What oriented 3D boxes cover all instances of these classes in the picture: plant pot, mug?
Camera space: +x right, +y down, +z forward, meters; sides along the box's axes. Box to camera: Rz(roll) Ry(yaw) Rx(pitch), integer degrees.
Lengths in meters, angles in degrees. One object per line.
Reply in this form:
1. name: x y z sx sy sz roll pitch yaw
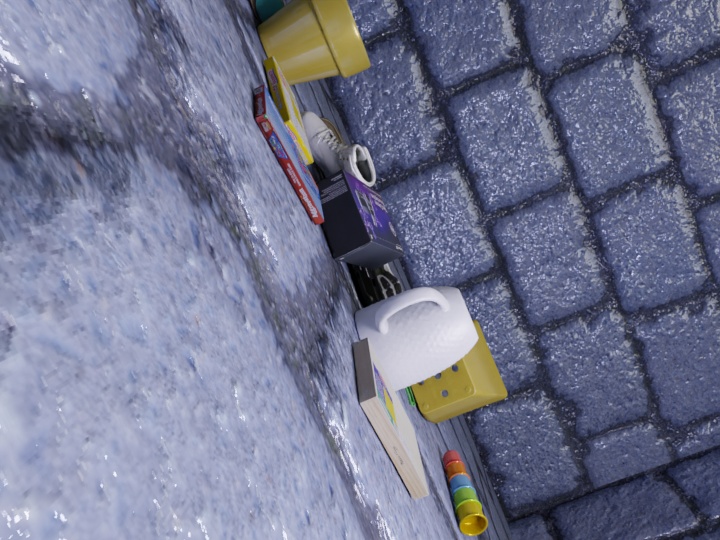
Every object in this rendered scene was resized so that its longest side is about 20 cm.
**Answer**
1. plant pot: -0.101 -0.480 1.202 0.201 0.188 0.202 -23 90 -83
2. mug: 0.090 0.091 0.943 0.200 0.174 0.148 58 11 -54
3. plant pot: 0.200 0.239 1.350 0.176 0.199 0.201 16 51 -66

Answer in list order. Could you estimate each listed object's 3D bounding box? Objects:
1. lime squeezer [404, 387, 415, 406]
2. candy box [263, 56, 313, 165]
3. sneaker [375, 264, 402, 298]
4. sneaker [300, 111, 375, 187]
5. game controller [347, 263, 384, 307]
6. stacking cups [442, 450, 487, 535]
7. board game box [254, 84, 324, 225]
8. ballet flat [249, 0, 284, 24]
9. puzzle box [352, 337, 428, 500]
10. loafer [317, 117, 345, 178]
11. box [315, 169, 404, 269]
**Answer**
1. lime squeezer: 0.079 0.155 1.093 0.071 0.037 0.201 -138 -134 -58
2. candy box: -0.131 -0.289 1.047 0.102 0.026 0.201 56 13 -51
3. sneaker: 0.046 0.035 1.245 0.089 0.076 0.201 73 2 -58
4. sneaker: -0.041 -0.239 1.134 0.115 0.074 0.201 -23 -79 53
5. game controller: 0.000 0.000 1.152 0.104 0.042 0.201 28 37 -57
6. stacking cups: 0.220 0.480 1.267 0.200 0.060 0.061 -105 170 -67
7. board game box: -0.108 -0.174 0.891 0.103 0.019 0.201 -102 168 -49
8. ballet flat: -0.213 -0.592 1.215 0.065 0.070 0.200 55 -7 40
9. puzzle box: 0.042 0.209 0.827 0.133 0.025 0.201 -98 165 -62
10. loafer: -0.061 -0.242 1.236 0.067 0.076 0.201 65 4 -80
11. box: -0.002 -0.086 1.068 0.200 0.078 0.142 13 56 -69
